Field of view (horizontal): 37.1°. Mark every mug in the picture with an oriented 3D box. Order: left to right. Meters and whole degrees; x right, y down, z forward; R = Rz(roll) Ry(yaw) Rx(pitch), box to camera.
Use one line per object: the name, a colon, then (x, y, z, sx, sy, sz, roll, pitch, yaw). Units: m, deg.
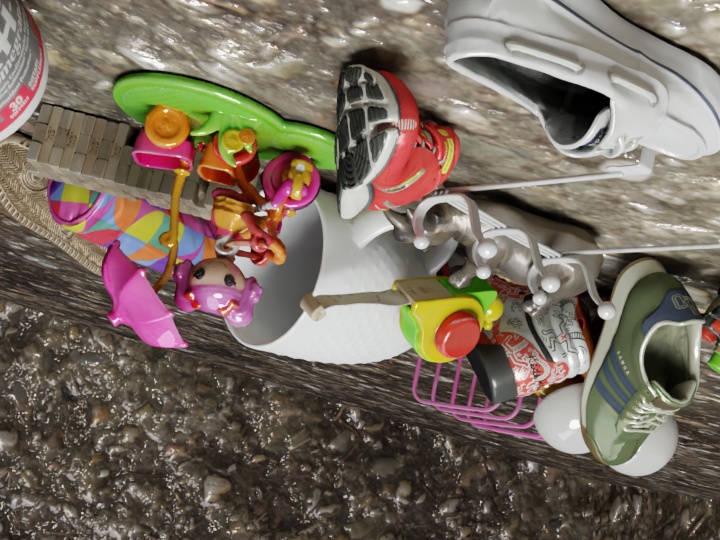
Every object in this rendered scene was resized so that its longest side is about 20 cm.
mug: (0.000, 0.000, 0.964, 0.174, 0.149, 0.199, 17, 139, -42)

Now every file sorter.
file sorter: (0.173, 0.133, 1.349, 0.138, 0.127, 0.199, 4, 164, 38)

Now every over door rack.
over door rack: (0.151, -0.023, 0.725, 0.147, 0.068, 0.199, 23, 152, -38)

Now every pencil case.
pencil case: (-0.225, -0.056, 1.082, 0.087, 0.090, 0.200, 7, 164, 31)

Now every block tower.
block tower: (-0.193, -0.092, 0.936, 0.197, 0.055, 0.058, 13, 167, 4)

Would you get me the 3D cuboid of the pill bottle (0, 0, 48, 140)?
pill bottle: (-0.256, -0.150, 0.605, 0.109, 0.112, 0.200, 14, 168, 3)

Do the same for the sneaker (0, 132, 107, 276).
sneaker: (-0.326, -0.078, 1.117, 0.108, 0.070, 0.200, 39, 171, 50)

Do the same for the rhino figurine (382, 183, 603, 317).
rhino figurine: (0.107, -0.023, 0.867, 0.198, 0.060, 0.087, 19, 147, -17)

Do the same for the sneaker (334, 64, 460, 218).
sneaker: (0.026, -0.086, 0.710, 0.084, 0.078, 0.200, -4, 174, -4)

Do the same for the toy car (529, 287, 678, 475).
toy car: (0.252, 0.089, 1.057, 0.198, 0.176, 0.150, 23, 128, -30)

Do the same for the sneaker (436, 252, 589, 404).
sneaker: (0.141, 0.038, 0.998, 0.106, 0.202, 0.068, -16, 126, -4)

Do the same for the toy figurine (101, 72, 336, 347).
toy figurine: (-0.117, -0.028, 0.822, 0.197, 0.187, 0.150, 14, 168, -2)

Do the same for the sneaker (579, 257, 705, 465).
sneaker: (0.243, 0.098, 0.913, 0.066, 0.203, 0.090, -4, -152, -19)

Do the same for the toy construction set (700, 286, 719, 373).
toy construction set: (0.348, 0.057, 0.875, 0.131, 0.092, 0.200, 38, 163, 10)

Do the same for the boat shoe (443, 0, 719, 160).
boat shoe: (0.115, -0.090, 0.546, 0.198, 0.066, 0.073, 22, 166, -30)

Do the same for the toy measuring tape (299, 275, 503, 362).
toy measuring tape: (0.037, 0.045, 0.893, 0.198, 0.075, 0.073, -5, 179, -31)
